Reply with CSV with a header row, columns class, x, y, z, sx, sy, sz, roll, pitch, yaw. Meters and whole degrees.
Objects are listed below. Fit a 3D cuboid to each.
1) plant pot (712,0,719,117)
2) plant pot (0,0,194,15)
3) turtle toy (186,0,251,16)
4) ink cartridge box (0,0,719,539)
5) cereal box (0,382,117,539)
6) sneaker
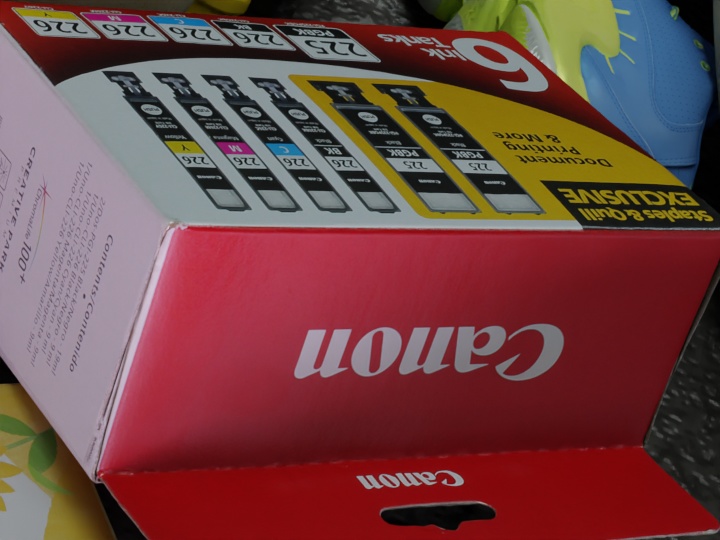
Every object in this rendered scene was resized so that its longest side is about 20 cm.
class,x,y,z,sx,sy,sz,roll,pitch,yaw
plant pot,0.238,-0.013,0.803,0.199,0.200,0.178,13,74,-17
plant pot,-0.112,-0.133,0.764,0.134,0.200,0.201,39,36,-24
turtle toy,-0.057,-0.181,0.877,0.200,0.146,0.101,44,21,16
ink cartridge box,0.000,0.000,0.707,0.199,0.084,0.176,-1,32,-36
cereal box,-0.149,0.097,0.602,0.199,0.040,0.144,-3,48,-31
sneaker,0.079,-0.092,0.910,0.105,0.076,0.201,21,47,-27
